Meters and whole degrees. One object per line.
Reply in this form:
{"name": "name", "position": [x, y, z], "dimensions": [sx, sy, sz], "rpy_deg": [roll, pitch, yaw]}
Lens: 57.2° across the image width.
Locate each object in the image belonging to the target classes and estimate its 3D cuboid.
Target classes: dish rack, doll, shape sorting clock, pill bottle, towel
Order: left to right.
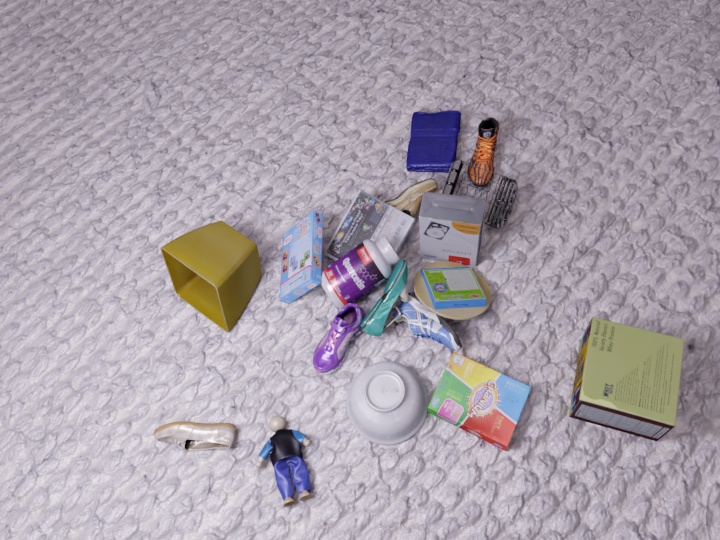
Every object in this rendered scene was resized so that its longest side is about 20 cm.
{"name": "doll", "position": [-0.175, 0.429, 1.512], "dimensions": [0.134, 0.049, 0.203], "rpy_deg": [-17, 62, -4]}
{"name": "pill bottle", "position": [0.000, 0.000, 1.659], "dimensions": [0.198, 0.112, 0.113], "rpy_deg": [-35, 62, 5]}
{"name": "towel", "position": [0.211, -0.367, 1.892], "dimensions": [0.144, 0.050, 0.204], "rpy_deg": [2, 63, 16]}
{"name": "shape sorting clock", "position": [0.228, 0.049, 1.645], "dimensions": [0.195, 0.040, 0.202], "rpy_deg": [5, 39, -4]}
{"name": "dish rack", "position": [0.315, -0.201, 1.762], "dimensions": [0.197, 0.055, 0.156], "rpy_deg": [20, 89, 11]}

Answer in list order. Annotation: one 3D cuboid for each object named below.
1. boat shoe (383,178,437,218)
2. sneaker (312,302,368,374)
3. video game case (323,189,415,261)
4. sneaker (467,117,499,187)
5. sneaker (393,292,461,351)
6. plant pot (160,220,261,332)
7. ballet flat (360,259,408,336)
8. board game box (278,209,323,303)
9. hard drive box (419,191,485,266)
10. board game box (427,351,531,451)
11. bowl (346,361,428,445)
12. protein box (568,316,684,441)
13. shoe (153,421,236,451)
{"name": "boat shoe", "position": [0.132, -0.171, 1.786], "dimensions": [0.198, 0.072, 0.077], "rpy_deg": [-32, 66, 3]}
{"name": "sneaker", "position": [-0.054, 0.158, 1.619], "dimensions": [0.080, 0.089, 0.201], "rpy_deg": [30, 70, 19]}
{"name": "video game case", "position": [0.023, -0.088, 1.746], "dimensions": [0.180, 0.023, 0.202], "rpy_deg": [29, 87, 20]}
{"name": "sneaker", "position": [0.338, -0.335, 1.818], "dimensions": [0.076, 0.113, 0.204], "rpy_deg": [6, 64, 10]}
{"name": "sneaker", "position": [0.165, 0.141, 1.617], "dimensions": [0.077, 0.076, 0.199], "rpy_deg": [-46, 56, -10]}
{"name": "plant pot", "position": [-0.363, -0.003, 1.694], "dimensions": [0.198, 0.202, 0.177], "rpy_deg": [31, 57, 21]}
{"name": "ballet flat", "position": [0.077, 0.074, 1.618], "dimensions": [0.070, 0.067, 0.202], "rpy_deg": [32, 86, -9]}
{"name": "board game box", "position": [-0.154, -0.035, 1.710], "dimensions": [0.036, 0.150, 0.204], "rpy_deg": [19, 57, -33]}
{"name": "hard drive box", "position": [0.229, -0.102, 1.658], "dimensions": [0.153, 0.201, 0.078], "rpy_deg": [8, 63, 12]}
{"name": "board game box", "position": [0.275, 0.300, 1.530], "dimensions": [0.197, 0.041, 0.155], "rpy_deg": [22, 67, 18]}
{"name": "bowl", "position": [0.059, 0.293, 1.533], "dimensions": [0.196, 0.091, 0.205], "rpy_deg": [-3, 62, 6]}
{"name": "protein box", "position": [0.588, 0.242, 1.470], "dimensions": [0.196, 0.136, 0.202], "rpy_deg": [13, 65, 13]}
{"name": "shoe", "position": [-0.390, 0.391, 1.546], "dimensions": [0.195, 0.071, 0.054], "rpy_deg": [-3, 53, 3]}
